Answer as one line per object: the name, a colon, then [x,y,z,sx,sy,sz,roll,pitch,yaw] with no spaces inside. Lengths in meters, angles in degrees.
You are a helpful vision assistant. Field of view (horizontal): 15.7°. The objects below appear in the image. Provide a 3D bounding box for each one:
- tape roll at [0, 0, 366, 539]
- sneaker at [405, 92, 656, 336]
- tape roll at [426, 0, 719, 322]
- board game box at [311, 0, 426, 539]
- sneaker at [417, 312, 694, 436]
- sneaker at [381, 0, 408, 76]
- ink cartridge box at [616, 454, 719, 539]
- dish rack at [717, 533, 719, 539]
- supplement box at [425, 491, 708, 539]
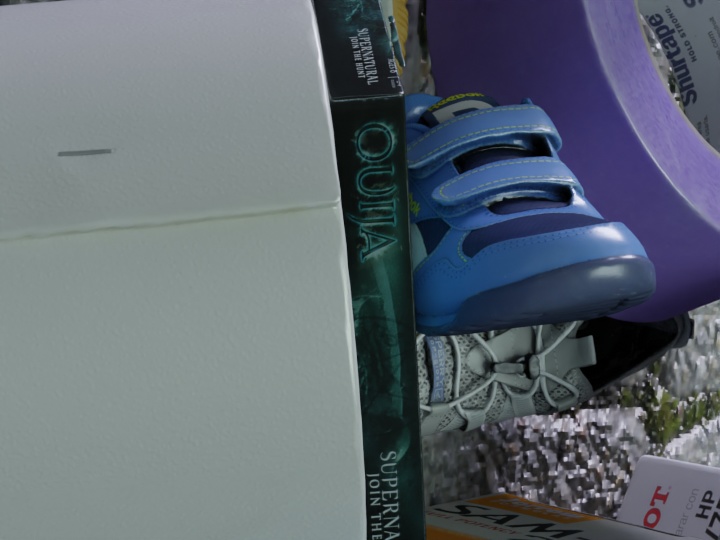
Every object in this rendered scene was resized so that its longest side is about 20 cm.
tape roll: [-0.077,0.014,0.828,0.138,0.203,0.204,-5,102,-4]
sneaker: [0.044,-0.022,0.946,0.074,0.200,0.083,-5,97,-19]
tape roll: [0.126,-0.085,1.081,0.199,0.085,0.201,20,59,-39]
board game box: [0.000,0.000,0.892,0.028,0.135,0.201,-5,121,-4]
sneaker: [0.057,0.027,1.077,0.199,0.082,0.075,-18,108,-43]
sneaker: [-0.030,-0.127,0.987,0.087,0.076,0.201,7,86,-31]
ink cartridge box: [0.215,0.188,1.176,0.146,0.199,0.147,35,71,-41]
dish rack: [0.196,0.066,1.058,0.201,0.043,0.172,-66,162,-13]
supplement box: [0.079,0.204,1.094,0.073,0.126,0.201,-7,100,-43]
